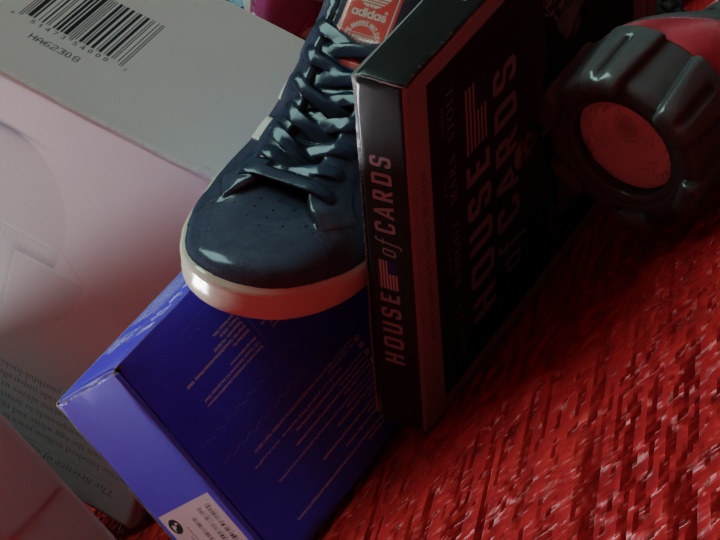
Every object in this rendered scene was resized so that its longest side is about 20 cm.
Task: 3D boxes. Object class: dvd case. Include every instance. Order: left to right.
[{"bbox_3d":[0.059,-0.059,0.805,0.025,0.151,0.200,16,44,25],"label":"dvd case"}]

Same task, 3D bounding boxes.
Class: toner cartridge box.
[{"bbox_3d":[-0.018,0.019,0.828,0.043,0.095,0.200,-27,15,46],"label":"toner cartridge box"}]

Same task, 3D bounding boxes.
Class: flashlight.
[{"bbox_3d":[0.143,-0.099,0.810,0.200,0.068,0.068,-48,10,-34],"label":"flashlight"}]

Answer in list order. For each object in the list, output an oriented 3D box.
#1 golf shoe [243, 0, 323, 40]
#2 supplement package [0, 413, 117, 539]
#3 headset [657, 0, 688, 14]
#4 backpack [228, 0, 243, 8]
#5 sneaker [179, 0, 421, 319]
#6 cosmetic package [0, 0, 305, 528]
[{"bbox_3d":[-0.018,-0.136,1.128,0.200,0.091,0.076,-3,-68,-63],"label":"golf shoe"},{"bbox_3d":[-0.211,0.129,0.959,0.121,0.120,0.200,-47,13,-26],"label":"supplement package"},{"bbox_3d":[0.173,-0.181,0.962,0.123,0.094,0.200,-33,-18,-48],"label":"headset"},{"bbox_3d":[-0.064,-0.069,1.192,0.152,0.164,0.200,-13,26,13],"label":"backpack"},{"bbox_3d":[-0.002,-0.065,0.788,0.200,0.074,0.085,-52,-25,-44],"label":"sneaker"},{"bbox_3d":[-0.137,-0.031,0.968,0.123,0.198,0.201,-51,-14,-51],"label":"cosmetic package"}]
